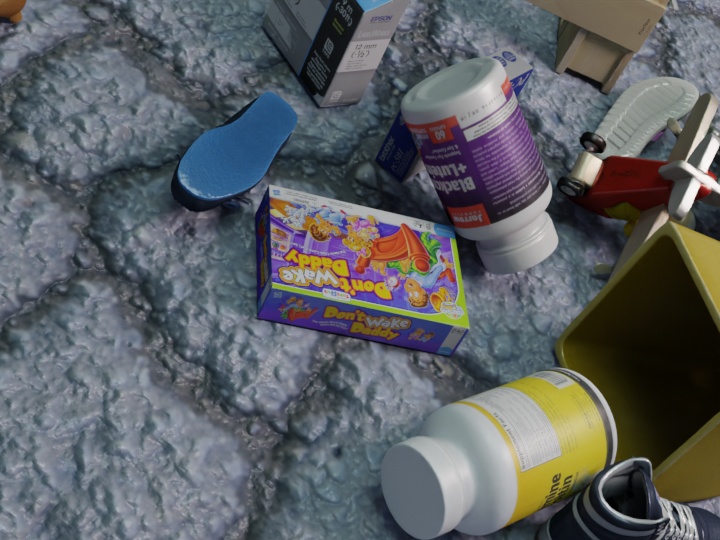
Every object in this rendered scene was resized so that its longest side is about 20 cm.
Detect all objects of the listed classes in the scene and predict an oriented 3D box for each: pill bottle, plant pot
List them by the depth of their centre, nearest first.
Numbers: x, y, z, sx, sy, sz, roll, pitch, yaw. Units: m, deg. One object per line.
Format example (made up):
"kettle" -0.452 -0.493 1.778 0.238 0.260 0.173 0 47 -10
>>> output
"pill bottle" 0.117 0.159 1.095 0.199 0.112 0.112 -15 58 -37
"plant pot" 0.343 0.099 1.224 0.199 0.196 0.195 9 46 -30
"pill bottle" 0.127 -0.101 1.291 0.201 0.111 0.112 64 37 -22

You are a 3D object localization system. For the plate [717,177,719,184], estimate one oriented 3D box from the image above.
"plate" 0.439 -0.011 1.407 0.200 0.025 0.201 50 28 -39

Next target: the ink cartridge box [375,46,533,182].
"ink cartridge box" 0.106 -0.175 1.421 0.044 0.094 0.200 43 44 15

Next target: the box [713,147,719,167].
"box" 0.507 -0.117 1.449 0.199 0.051 0.158 -22 65 -39

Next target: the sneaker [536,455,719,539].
"sneaker" 0.263 0.217 1.120 0.198 0.109 0.070 4 48 -25

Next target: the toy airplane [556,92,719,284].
"toy airplane" 0.326 -0.079 1.382 0.141 0.199 0.200 39 27 -33

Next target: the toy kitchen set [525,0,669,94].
"toy kitchen set" 0.295 -0.377 1.636 0.162 0.201 0.181 22 43 -8

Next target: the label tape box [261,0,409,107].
"label tape box" -0.021 -0.301 1.393 0.066 0.201 0.144 -12 56 -35

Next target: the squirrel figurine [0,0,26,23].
"squirrel figurine" -0.388 -0.344 1.290 0.186 0.142 0.200 40 46 3

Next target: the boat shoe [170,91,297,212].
"boat shoe" -0.123 -0.102 1.253 0.084 0.069 0.200 48 39 1

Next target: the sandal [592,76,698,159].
"sandal" 0.345 -0.181 1.594 0.082 0.050 0.202 34 53 27

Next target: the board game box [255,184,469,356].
"board game box" 0.000 0.000 1.233 0.198 0.045 0.135 12 45 -19
